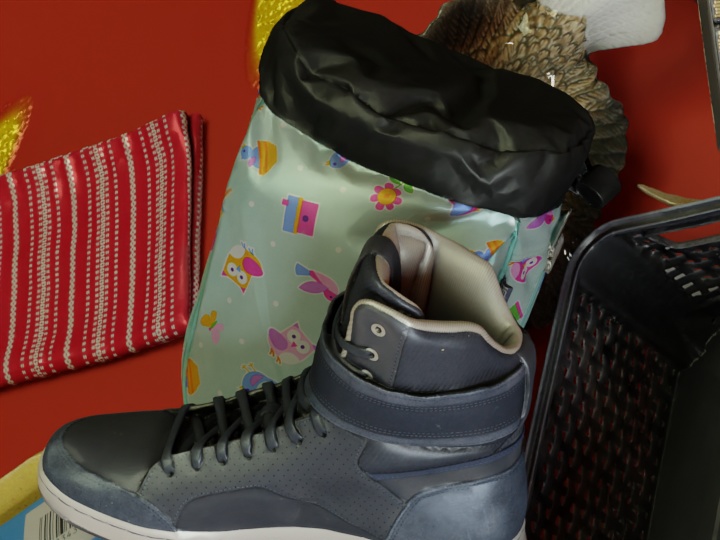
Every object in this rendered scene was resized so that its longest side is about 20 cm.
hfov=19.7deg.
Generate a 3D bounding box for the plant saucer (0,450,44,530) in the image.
[{"bbox_3d":[-0.171,0.149,1.039,0.200,0.200,0.048,-35,81,16],"label":"plant saucer"}]

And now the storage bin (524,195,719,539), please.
[{"bbox_3d":[0.150,0.077,0.868,0.135,0.094,0.200,-14,51,44],"label":"storage bin"}]

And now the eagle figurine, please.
[{"bbox_3d":[0.060,-0.078,1.020,0.152,0.151,0.200,22,70,29],"label":"eagle figurine"}]

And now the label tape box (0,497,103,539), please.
[{"bbox_3d":[-0.085,0.178,0.954,0.143,0.200,0.066,-36,36,16],"label":"label tape box"}]

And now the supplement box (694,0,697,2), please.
[{"bbox_3d":[0.160,-0.225,1.032,0.131,0.103,0.200,-50,50,6],"label":"supplement box"}]

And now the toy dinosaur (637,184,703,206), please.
[{"bbox_3d":[0.235,-0.041,0.935,0.200,0.058,0.101,-27,40,12],"label":"toy dinosaur"}]

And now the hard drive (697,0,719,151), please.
[{"bbox_3d":[0.246,-0.119,0.893,0.200,0.038,0.140,-2,64,-2],"label":"hard drive"}]

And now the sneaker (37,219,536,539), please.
[{"bbox_3d":[-0.030,0.045,0.820,0.202,0.146,0.077,5,36,4],"label":"sneaker"}]

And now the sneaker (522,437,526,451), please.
[{"bbox_3d":[-0.011,0.123,0.996,0.200,0.076,0.075,-28,53,17],"label":"sneaker"}]

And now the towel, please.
[{"bbox_3d":[-0.178,-0.007,1.209,0.200,0.022,0.145,-16,61,28],"label":"towel"}]

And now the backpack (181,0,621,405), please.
[{"bbox_3d":[0.000,0.000,0.913,0.167,0.127,0.200,27,117,19],"label":"backpack"}]
